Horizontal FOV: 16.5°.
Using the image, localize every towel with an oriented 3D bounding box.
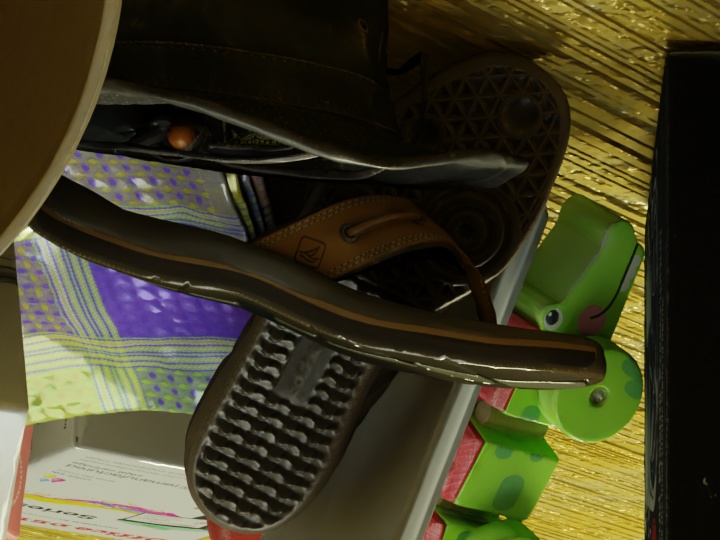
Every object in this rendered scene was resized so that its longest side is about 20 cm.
[{"bbox_3d":[-0.099,-0.004,0.926,0.143,0.023,0.201,0,140,11],"label":"towel"}]

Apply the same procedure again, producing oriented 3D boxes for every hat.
[{"bbox_3d":[-0.036,-0.071,0.750,0.199,0.081,0.201,8,179,0],"label":"hat"}]

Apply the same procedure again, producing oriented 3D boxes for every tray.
[{"bbox_3d":[0.018,0.045,0.920,0.022,0.201,0.107,33,152,-20],"label":"tray"}]

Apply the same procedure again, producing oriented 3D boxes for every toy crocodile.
[{"bbox_3d":[0.051,0.066,0.943,0.061,0.201,0.068,17,-166,-30],"label":"toy crocodile"}]

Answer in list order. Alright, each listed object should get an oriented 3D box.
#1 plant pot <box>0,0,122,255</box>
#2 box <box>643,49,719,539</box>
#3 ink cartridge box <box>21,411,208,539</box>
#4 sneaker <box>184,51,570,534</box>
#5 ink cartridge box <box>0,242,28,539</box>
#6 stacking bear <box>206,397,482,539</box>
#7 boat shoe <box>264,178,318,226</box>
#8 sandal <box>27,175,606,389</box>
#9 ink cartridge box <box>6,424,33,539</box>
[{"bbox_3d":[-0.150,-0.078,0.607,0.199,0.202,0.134,4,-175,1],"label":"plant pot"},{"bbox_3d":[0.154,0.048,0.887,0.103,0.201,0.182,1,162,5],"label":"box"},{"bbox_3d":[-0.112,0.078,1.245,0.144,0.084,0.200,13,162,-26],"label":"ink cartridge box"},{"bbox_3d":[0.000,0.000,0.893,0.070,0.200,0.076,36,-167,-9],"label":"sneaker"},{"bbox_3d":[-0.166,0.023,0.776,0.115,0.201,0.067,5,129,-17],"label":"ink cartridge box"},{"bbox_3d":[-0.007,0.084,1.059,0.113,0.122,0.200,34,-162,4],"label":"stacking bear"},{"bbox_3d":[-0.048,0.000,1.010,0.060,0.072,0.201,17,152,-21],"label":"boat shoe"},{"bbox_3d":[-0.011,-0.004,0.823,0.199,0.055,0.082,18,175,3],"label":"sandal"},{"bbox_3d":[-0.192,0.030,0.990,0.067,0.117,0.200,1,163,14],"label":"ink cartridge box"}]
